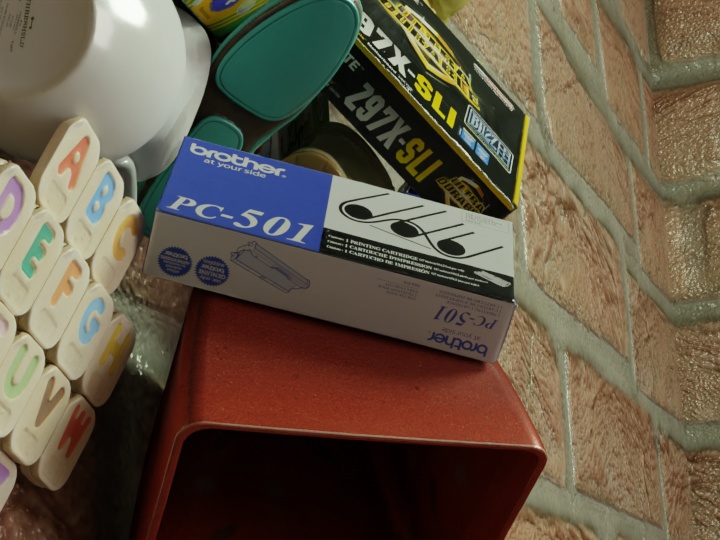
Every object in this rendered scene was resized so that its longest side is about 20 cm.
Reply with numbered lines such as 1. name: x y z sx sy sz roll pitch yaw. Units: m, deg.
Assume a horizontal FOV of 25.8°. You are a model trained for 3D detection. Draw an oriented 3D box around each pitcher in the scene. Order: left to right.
1. pitcher: -0.150 -0.086 0.844 0.200 0.121 0.173 30 67 -80

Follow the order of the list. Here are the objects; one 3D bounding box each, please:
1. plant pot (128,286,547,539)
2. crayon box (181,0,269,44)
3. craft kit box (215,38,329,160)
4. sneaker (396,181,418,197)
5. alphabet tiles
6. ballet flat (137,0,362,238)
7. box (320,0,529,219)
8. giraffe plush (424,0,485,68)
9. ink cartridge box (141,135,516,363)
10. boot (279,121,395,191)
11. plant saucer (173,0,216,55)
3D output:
1. plant pot: -0.031 0.094 0.919 0.177 0.199 0.201 -101 -157 -45
2. crayon box: -0.035 -0.230 0.928 0.052 0.200 0.126 49 3 14
3. craft kit box: -0.062 -0.173 1.120 0.200 0.048 0.199 -67 159 -67
4. sneaker: 0.060 -0.052 1.350 0.115 0.080 0.200 -29 139 -71
5. alphabet tiles: -0.161 0.033 0.763 0.200 0.015 0.196 70 42 -62
6. ballet flat: -0.078 -0.107 0.971 0.067 0.200 0.070 33 16 -27
7. box: 0.031 -0.132 1.070 0.200 0.049 0.160 46 27 -14
8. giraffe plush: 0.026 -0.270 1.360 0.200 0.172 0.163 51 13 -37
9. ink cartridge box: -0.014 -0.013 0.881 0.094 0.199 0.044 -82 -173 -60
10. boot: 0.000 0.000 1.089 0.155 0.072 0.201 -66 134 -74
11. plant saucer: -0.126 -0.183 1.055 0.200 0.029 0.201 -9 90 -70
